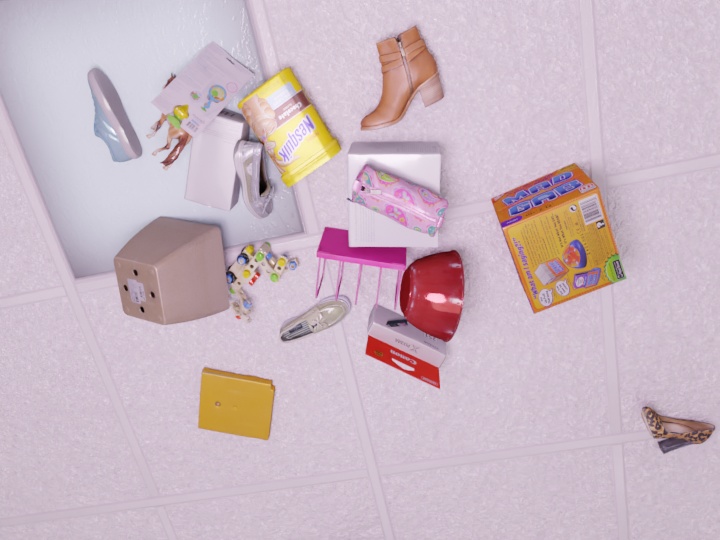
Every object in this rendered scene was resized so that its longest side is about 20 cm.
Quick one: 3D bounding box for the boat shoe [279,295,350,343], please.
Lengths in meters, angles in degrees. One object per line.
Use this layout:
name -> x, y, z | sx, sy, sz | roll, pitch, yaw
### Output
boat shoe -> -0.111, 0.127, 1.503 | 0.196, 0.062, 0.073 | -28, 108, 14

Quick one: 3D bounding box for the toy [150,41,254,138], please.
toy -> -0.325, -0.367, 1.281 | 0.114, 0.202, 0.047 | 36, 153, -3

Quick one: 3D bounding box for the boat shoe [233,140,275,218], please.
boat shoe -> -0.221, -0.193, 1.346 | 0.063, 0.076, 0.205 | 4, 137, 12

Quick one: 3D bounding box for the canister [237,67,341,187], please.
canister -> -0.152, -0.304, 1.317 | 0.146, 0.087, 0.202 | -31, 105, 10

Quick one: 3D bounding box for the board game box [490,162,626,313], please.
board game box -> 0.409, -0.072, 1.303 | 0.195, 0.201, 0.204 | -22, 110, 13

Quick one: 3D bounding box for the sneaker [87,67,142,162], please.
sneaker -> -0.559, -0.331, 1.350 | 0.080, 0.074, 0.205 | -17, 109, 8

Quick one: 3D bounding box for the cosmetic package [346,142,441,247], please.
cosmetic package -> 0.072, -0.165, 1.337 | 0.193, 0.124, 0.205 | 1, 112, 3

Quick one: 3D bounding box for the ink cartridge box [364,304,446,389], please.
ink cartridge box -> 0.108, 0.173, 1.443 | 0.196, 0.174, 0.044 | 25, 113, -6

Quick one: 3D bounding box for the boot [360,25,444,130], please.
boot -> 0.063, -0.389, 1.270 | 0.196, 0.077, 0.158 | -24, 110, 11

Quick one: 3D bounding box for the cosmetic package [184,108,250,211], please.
cosmetic package -> -0.314, -0.246, 1.361 | 0.110, 0.082, 0.205 | 16, 114, -2

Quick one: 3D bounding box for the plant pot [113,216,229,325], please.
plant pot -> -0.432, 0.014, 1.388 | 0.195, 0.177, 0.206 | 10, 115, 26

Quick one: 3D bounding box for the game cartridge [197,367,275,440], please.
game cartridge -> -0.328, 0.354, 1.634 | 0.194, 0.033, 0.181 | 10, 112, -2

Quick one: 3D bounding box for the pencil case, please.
pencil case -> 0.075, -0.140, 1.236 | 0.195, 0.088, 0.089 | 23, 113, -6

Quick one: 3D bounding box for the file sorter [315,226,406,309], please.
file sorter -> 0.000, 0.000, 1.404 | 0.194, 0.140, 0.129 | 9, 116, 1

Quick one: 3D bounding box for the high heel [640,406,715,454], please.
high heel -> 0.776, 0.368, 1.515 | 0.140, 0.072, 0.200 | -29, 123, 22

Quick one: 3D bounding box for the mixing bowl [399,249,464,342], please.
mixing bowl -> 0.148, 0.050, 1.366 | 0.105, 0.201, 0.206 | 7, 114, -10

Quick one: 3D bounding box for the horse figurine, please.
horse figurine -> -0.402, -0.304, 1.315 | 0.132, 0.203, 0.049 | -40, 144, 21

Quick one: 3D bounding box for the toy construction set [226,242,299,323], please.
toy construction set -> -0.249, 0.019, 1.463 | 0.130, 0.092, 0.201 | 37, 100, -11
